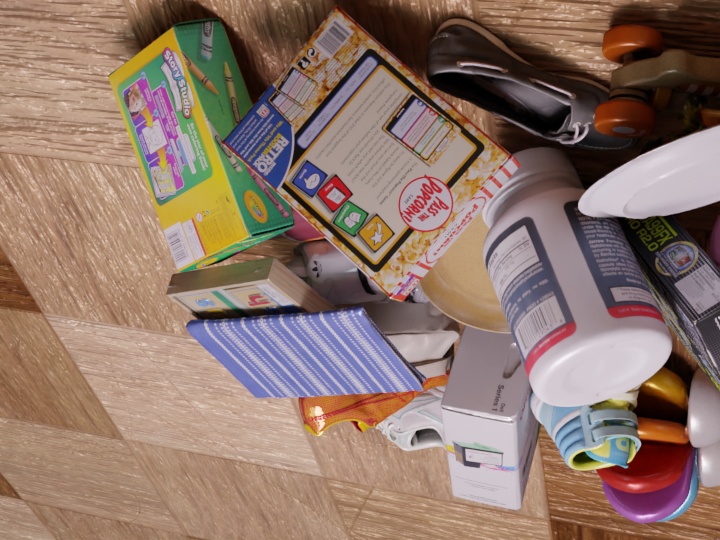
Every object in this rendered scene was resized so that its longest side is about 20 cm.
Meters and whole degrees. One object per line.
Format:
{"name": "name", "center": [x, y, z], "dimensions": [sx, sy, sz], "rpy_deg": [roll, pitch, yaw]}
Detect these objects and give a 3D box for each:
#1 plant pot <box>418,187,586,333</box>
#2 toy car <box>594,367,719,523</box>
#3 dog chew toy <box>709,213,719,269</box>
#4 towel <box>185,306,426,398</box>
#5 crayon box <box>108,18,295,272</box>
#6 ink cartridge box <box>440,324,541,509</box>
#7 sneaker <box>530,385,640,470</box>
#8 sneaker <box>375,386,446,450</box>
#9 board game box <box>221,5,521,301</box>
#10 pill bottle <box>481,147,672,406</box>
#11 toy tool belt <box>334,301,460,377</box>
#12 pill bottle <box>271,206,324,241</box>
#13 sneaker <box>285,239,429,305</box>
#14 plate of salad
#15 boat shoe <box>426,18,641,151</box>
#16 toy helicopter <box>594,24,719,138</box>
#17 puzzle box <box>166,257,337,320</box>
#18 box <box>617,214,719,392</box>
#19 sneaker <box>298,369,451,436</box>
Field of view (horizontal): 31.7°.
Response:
{"name": "plant pot", "center": [0.149, -0.020, 1.211], "dimensions": [0.200, 0.028, 0.200], "rpy_deg": [2, 132, 2]}
{"name": "toy car", "center": [0.311, 0.194, 1.366], "dimensions": [0.175, 0.150, 0.200], "rpy_deg": [1, 142, 26]}
{"name": "dog chew toy", "center": [0.363, -0.031, 1.017], "dimensions": [0.124, 0.125, 0.200], "rpy_deg": [21, 160, -2]}
{"name": "towel", "center": [-0.052, 0.078, 1.216], "dimensions": [0.200, 0.024, 0.145], "rpy_deg": [-6, 144, 29]}
{"name": "crayon box", "center": [-0.146, -0.111, 1.151], "dimensions": [0.119, 0.058, 0.200], "rpy_deg": [-22, 87, 46]}
{"name": "ink cartridge box", "center": [0.149, 0.148, 1.388], "dimensions": [0.084, 0.145, 0.200], "rpy_deg": [10, 146, 15]}
{"name": "sneaker", "center": [0.259, 0.118, 1.253], "dimensions": [0.079, 0.131, 0.200], "rpy_deg": [17, 122, -28]}
{"name": "sneaker", "center": [0.043, 0.171, 1.540], "dimensions": [0.200, 0.080, 0.070], "rpy_deg": [8, 147, 20]}
{"name": "board game box", "center": [0.007, -0.096, 1.047], "dimensions": [0.200, 0.152, 0.046], "rpy_deg": [43, -173, 15]}
{"name": "pill bottle", "center": [0.170, 0.001, 1.065], "dimensions": [0.119, 0.200, 0.120], "rpy_deg": [-12, 148, -8]}
{"name": "toy tool belt", "center": [0.005, 0.080, 1.369], "dimensions": [0.200, 0.125, 0.123], "rpy_deg": [-6, 148, -5]}
{"name": "pill bottle", "center": [-0.028, -0.089, 1.172], "dimensions": [0.200, 0.114, 0.114], "rpy_deg": [-10, 136, 38]}
{"name": "sneaker", "center": [0.000, 0.000, 1.256], "dimensions": [0.115, 0.075, 0.200], "rpy_deg": [-10, 172, 18]}
{"name": "plate of salad", "center": [0.259, -0.088, 0.967], "dimensions": [0.200, 0.048, 0.200], "rpy_deg": [-16, 166, -4]}
{"name": "boat shoe", "center": [0.143, -0.139, 1.061], "dimensions": [0.200, 0.057, 0.067], "rpy_deg": [26, 146, -8]}
{"name": "toy helicopter", "center": [0.283, -0.141, 0.961], "dimensions": [0.132, 0.079, 0.200], "rpy_deg": [16, 167, -37]}
{"name": "puzzle box", "center": [-0.076, 0.055, 1.228], "dimensions": [0.133, 0.025, 0.200], "rpy_deg": [-9, 144, 37]}
{"name": "box", "center": [0.284, 0.021, 1.103], "dimensions": [0.044, 0.200, 0.160], "rpy_deg": [-33, 129, 6]}
{"name": "sneaker", "center": [0.018, 0.139, 1.443], "dimensions": [0.073, 0.200, 0.077], "rpy_deg": [23, 120, 61]}
